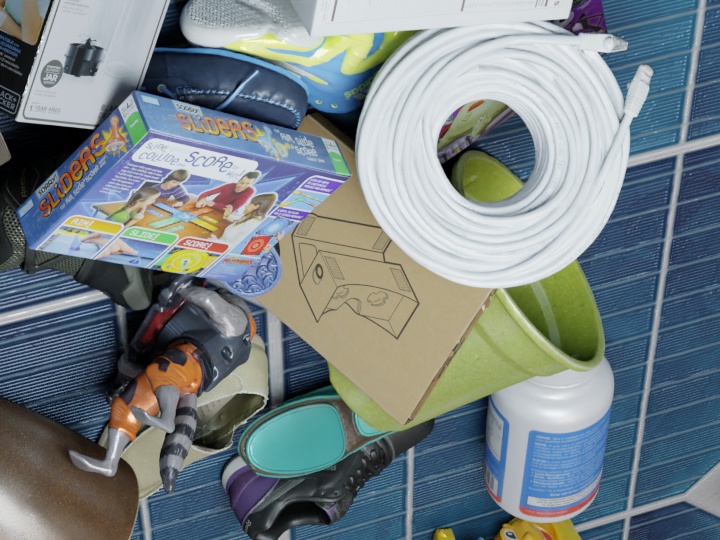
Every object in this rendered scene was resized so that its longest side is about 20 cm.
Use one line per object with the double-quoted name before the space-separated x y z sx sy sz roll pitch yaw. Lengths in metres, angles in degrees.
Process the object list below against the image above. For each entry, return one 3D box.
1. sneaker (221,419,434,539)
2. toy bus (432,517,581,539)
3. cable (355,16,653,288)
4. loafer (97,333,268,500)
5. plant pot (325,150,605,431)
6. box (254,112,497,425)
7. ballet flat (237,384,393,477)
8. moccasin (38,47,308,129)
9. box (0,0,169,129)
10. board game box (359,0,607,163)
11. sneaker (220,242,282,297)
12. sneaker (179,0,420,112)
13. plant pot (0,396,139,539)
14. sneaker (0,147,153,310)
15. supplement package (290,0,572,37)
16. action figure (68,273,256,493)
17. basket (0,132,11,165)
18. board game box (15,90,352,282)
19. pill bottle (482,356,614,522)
"sneaker" -0.018 0.185 1.839 0.200 0.088 0.076 -23 138 -5
"toy bus" 0.101 0.316 2.016 0.192 0.136 0.200 22 118 -22
"cable" 0.094 -0.089 1.486 0.200 0.069 0.200 14 93 -9
"loafer" -0.151 0.133 1.733 0.076 0.068 0.200 24 118 -41
"plant pot" 0.067 0.034 1.676 0.184 0.201 0.200 -32 139 23
"box" 0.000 0.000 1.596 0.021 0.200 0.164 -26 152 -55
"ballet flat" -0.022 0.128 1.789 0.200 0.070 0.067 -18 106 -21
"moccasin" -0.138 -0.112 1.446 0.200 0.068 0.081 5 151 5
"box" -0.175 -0.195 1.326 0.117 0.060 0.200 -1 114 -58
"board game box" 0.098 -0.150 1.571 0.200 0.032 0.120 -34 150 -3
"sneaker" -0.124 -0.072 1.552 0.070 0.078 0.200 -27 117 4
"sneaker" -0.041 -0.154 1.500 0.200 0.076 0.105 -4 134 -24
"plant pot" -0.309 0.170 1.627 0.187 0.187 0.200 -38 123 12
"sneaker" -0.223 -0.025 1.543 0.114 0.076 0.199 -8 157 12
"supplement package" 0.048 -0.243 1.431 0.200 0.110 0.114 -6 134 -22
"action figure" -0.148 0.090 1.632 0.105 0.194 0.200 36 140 1
"basket" -0.347 -0.086 1.374 0.200 0.136 0.181 -26 130 -8
"board game box" -0.119 -0.053 1.425 0.135 0.035 0.200 -40 149 28
"pill bottle" 0.170 0.125 1.858 0.112 0.112 0.200 -13 137 -15
